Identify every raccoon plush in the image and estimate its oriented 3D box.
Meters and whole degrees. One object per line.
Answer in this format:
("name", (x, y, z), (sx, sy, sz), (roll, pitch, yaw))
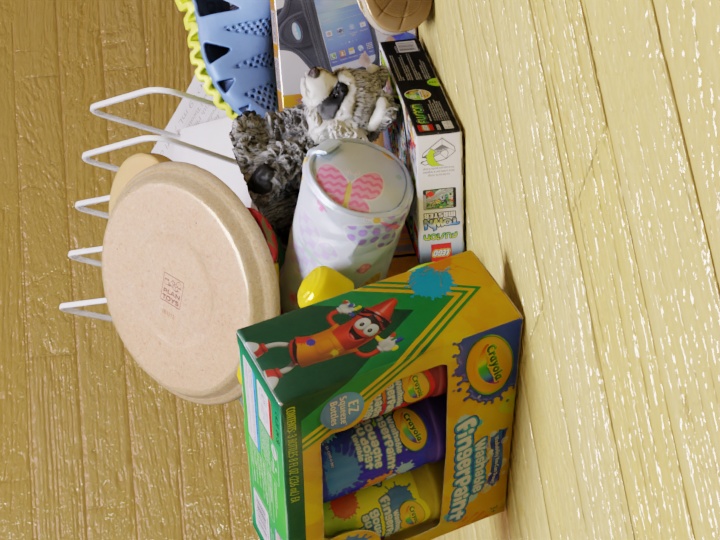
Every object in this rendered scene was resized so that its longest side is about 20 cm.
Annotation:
("raccoon plush", (-0.019, -0.085, 1.291), (0.200, 0.134, 0.097), (61, -172, -58))

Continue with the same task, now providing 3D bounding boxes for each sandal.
("sandal", (-0.104, -0.216, 1.374), (0.079, 0.087, 0.200), (-29, -84, -56))

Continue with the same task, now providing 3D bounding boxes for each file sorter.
("file sorter", (-0.177, -0.052, 1.437), (0.139, 0.124, 0.201), (-7, 73, 49))

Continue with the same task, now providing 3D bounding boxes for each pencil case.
("pencil case", (-0.022, -0.008, 1.230), (0.091, 0.083, 0.200), (50, 143, 25))

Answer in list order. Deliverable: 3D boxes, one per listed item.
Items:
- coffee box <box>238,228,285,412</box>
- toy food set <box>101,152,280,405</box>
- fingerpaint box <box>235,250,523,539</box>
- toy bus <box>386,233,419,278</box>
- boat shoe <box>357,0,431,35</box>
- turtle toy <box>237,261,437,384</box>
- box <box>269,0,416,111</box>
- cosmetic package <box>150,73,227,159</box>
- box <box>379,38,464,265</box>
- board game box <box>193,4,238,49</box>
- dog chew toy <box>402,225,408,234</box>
("coffee box", (-0.070, 0.064, 1.342), (0.200, 0.044, 0.123), (63, -153, 0))
("toy food set", (-0.131, 0.011, 1.254), (0.200, 0.049, 0.198), (11, 110, 39))
("fingerpaint box", (0.013, 0.103, 1.050), (0.200, 0.167, 0.073), (91, 154, -44))
("toy bus", (0.041, 0.076, 1.323), (0.078, 0.065, 0.200), (-110, 16, -70))
("boat shoe", (0.009, -0.280, 1.262), (0.069, 0.074, 0.201), (163, 100, -79))
("turtle toy", (0.011, 0.069, 1.154), (0.200, 0.146, 0.101), (-51, 21, 17))
("box", (-0.016, -0.232, 1.338), (0.041, 0.119, 0.200), (-122, 27, -74))
("cosmetic package", (-0.094, -0.064, 1.571), (0.168, 0.166, 0.200), (-56, 43, 23))
("box", (0.046, -0.096, 1.256), (0.200, 0.035, 0.110), (-105, 11, -62))
("board game box", (-0.074, -0.282, 1.561), (0.034, 0.200, 0.135), (49, 160, 20))
("dog chew toy", (0.000, 0.000, 1.456), (0.200, 0.124, 0.125), (77, -177, -53))
